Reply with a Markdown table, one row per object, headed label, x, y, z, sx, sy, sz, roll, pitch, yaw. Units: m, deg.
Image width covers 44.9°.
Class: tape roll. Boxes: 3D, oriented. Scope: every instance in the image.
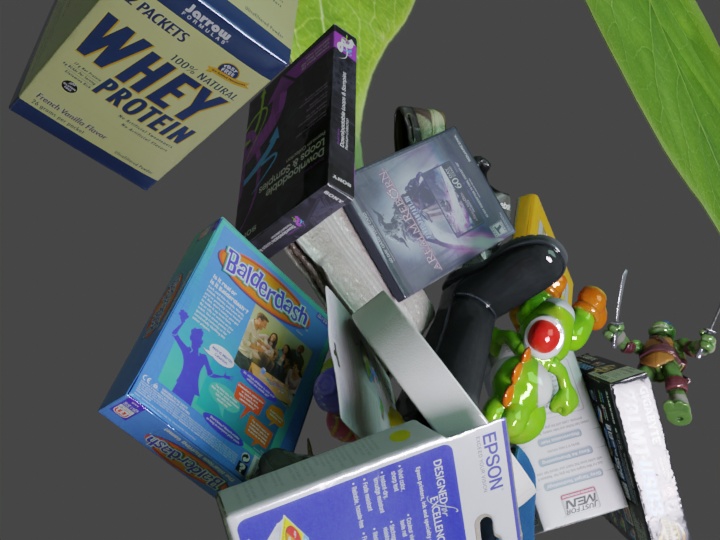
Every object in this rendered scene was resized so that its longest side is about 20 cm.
| label | x | y | z | sx | sy | sz | roll | pitch | yaw |
| --- | --- | --- | --- | --- | --- | --- | --- | --- | --- |
| tape roll | 0.066 | 0.106 | 0.712 | 0.203 | 0.037 | 0.203 | 53 | -1 | 2 |

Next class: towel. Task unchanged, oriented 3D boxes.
| label | x | y | z | sx | sy | sz | roll | pitch | yaw |
| --- | --- | --- | --- | --- | --- | --- | --- | --- | --- |
| towel | 0.000 | 0.000 | 0.906 | 0.201 | 0.034 | 0.133 | 54 | 38 | -8 |

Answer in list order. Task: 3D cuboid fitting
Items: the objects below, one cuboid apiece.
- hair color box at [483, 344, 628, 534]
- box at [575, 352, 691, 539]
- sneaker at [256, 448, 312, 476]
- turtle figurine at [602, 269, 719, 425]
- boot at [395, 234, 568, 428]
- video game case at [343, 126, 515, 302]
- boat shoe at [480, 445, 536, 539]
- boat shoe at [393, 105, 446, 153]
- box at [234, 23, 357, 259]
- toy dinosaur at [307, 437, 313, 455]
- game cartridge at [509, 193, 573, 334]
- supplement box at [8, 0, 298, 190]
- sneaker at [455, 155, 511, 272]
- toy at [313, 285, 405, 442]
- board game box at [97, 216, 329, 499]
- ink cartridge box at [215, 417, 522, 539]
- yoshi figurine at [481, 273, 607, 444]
| label | x | y | z | sx | sy | sz | roll | pitch | yaw |
| --- | --- | --- | --- | --- | --- | --- | --- | --- | --- |
| hair color box | 0.210 | 0.178 | 0.970 | 0.098 | 0.061 | 0.202 | -13 | 71 | -8 |
| box | 0.293 | 0.203 | 0.979 | 0.199 | 0.049 | 0.202 | -160 | -126 | -89 |
| sneaker | 0.014 | 0.168 | 0.668 | 0.199 | 0.091 | 0.066 | 33 | 2 | -25 |
| turtle figurine | 0.419 | 0.110 | 1.236 | 0.143 | 0.201 | 0.195 | 19 | 47 | 4 |
| boot | 0.121 | 0.069 | 0.871 | 0.066 | 0.164 | 0.201 | 42 | 48 | -15 |
| video game case | 0.075 | -0.067 | 0.957 | 0.199 | 0.019 | 0.144 | -28 | 87 | -40 |
| boat shoe | 0.130 | 0.264 | 0.856 | 0.085 | 0.068 | 0.200 | 60 | 31 | -19 |
| boat shoe | 0.059 | -0.102 | 1.024 | 0.064 | 0.073 | 0.202 | 11 | 63 | -14 |
| box | -0.061 | -0.117 | 0.823 | 0.036 | 0.143 | 0.202 | 26 | 48 | -34 |
| toy dinosaur | 0.015 | 0.233 | 0.762 | 0.199 | 0.060 | 0.107 | 30 | 33 | -37 |
| game cartridge | 0.233 | 0.031 | 1.114 | 0.177 | 0.032 | 0.201 | 59 | 31 | -35 |
| supplement box | -0.161 | -0.217 | 0.725 | 0.134 | 0.199 | 0.202 | 31 | 45 | -32 |
| sneaker | 0.149 | -0.054 | 1.069 | 0.066 | 0.090 | 0.202 | 6 | 61 | -46 |
| toy | -0.007 | 0.113 | 0.751 | 0.200 | 0.047 | 0.116 | 53 | 23 | -55 |
| board game box | -0.106 | 0.076 | 0.720 | 0.152 | 0.045 | 0.201 | 44 | 40 | -22 |
| ink cartridge box | 0.017 | 0.210 | 0.614 | 0.198 | 0.047 | 0.200 | -17 | 112 | -16 |
| yoshi figurine | 0.185 | 0.102 | 0.929 | 0.112 | 0.112 | 0.201 | 49 | 58 | -21 |
